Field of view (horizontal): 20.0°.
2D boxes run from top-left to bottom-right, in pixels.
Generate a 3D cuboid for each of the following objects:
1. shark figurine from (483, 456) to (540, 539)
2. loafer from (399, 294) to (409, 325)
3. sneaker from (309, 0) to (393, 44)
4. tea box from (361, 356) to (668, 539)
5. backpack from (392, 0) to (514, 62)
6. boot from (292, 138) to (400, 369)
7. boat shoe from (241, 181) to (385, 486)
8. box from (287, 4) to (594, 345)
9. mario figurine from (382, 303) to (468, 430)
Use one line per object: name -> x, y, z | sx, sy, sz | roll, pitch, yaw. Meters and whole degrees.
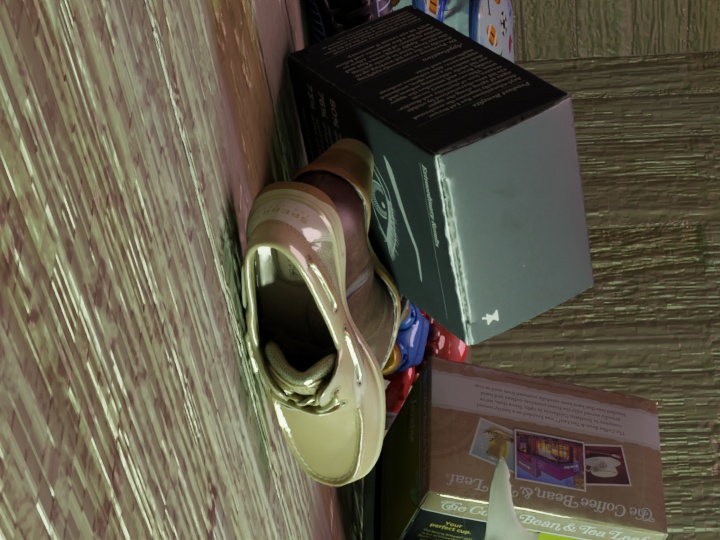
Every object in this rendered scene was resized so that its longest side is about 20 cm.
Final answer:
shark figurine -> 0.030, 0.225, 1.527 | 0.090, 0.214, 0.128 | 51, 43, 0
loafer -> 0.000, 0.000, 1.481 | 0.063, 0.072, 0.200 | 94, -4, -46
sneaker -> -0.009, -0.184, 1.488 | 0.078, 0.070, 0.200 | -30, 112, -79
tea box -> 0.120, 0.191, 1.665 | 0.197, 0.200, 0.134 | 117, -20, -50
backpack -> 0.045, -0.187, 1.646 | 0.200, 0.154, 0.191 | -72, 148, -66
boot -> -0.030, 0.032, 1.287 | 0.166, 0.072, 0.200 | -63, 157, -50
boat shoe -> -0.032, 0.049, 1.153 | 0.065, 0.072, 0.200 | -69, 156, -53
box -> 0.052, -0.067, 1.350 | 0.200, 0.104, 0.148 | 39, -33, 49
mario figurine -> 0.014, 0.057, 1.675 | 0.106, 0.123, 0.200 | 45, 4, 16
